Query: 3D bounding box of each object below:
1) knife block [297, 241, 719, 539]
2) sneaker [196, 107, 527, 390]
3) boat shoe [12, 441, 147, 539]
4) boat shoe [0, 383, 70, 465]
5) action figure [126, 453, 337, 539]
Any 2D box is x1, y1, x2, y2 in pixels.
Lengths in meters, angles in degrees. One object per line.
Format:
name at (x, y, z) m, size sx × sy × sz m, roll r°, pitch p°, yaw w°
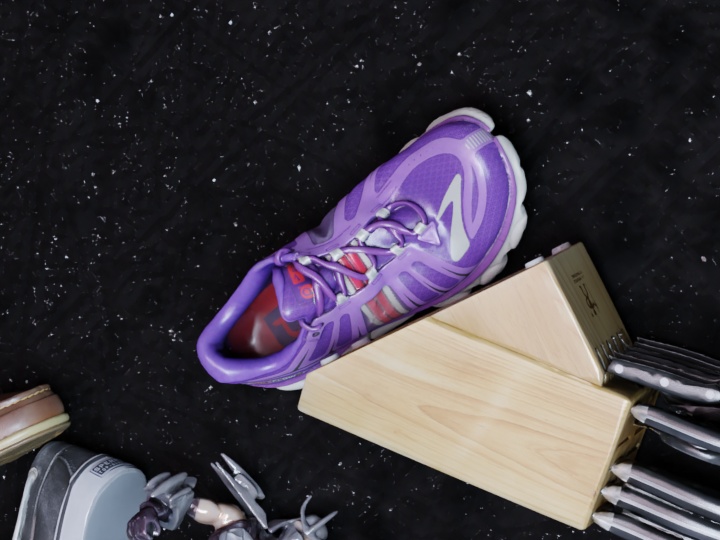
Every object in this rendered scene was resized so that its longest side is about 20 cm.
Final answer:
knife block at (0.093, 0.086, 1.383) m, size 0.200 × 0.064 × 0.176 m, roll -25°, pitch 89°, yaw 22°
sneaker at (0.000, 0.000, 1.427) m, size 0.200 × 0.083 × 0.081 m, roll -42°, pitch 76°, yaw 26°
boat shoe at (-0.170, 0.190, 1.555) m, size 0.068 × 0.074 × 0.200 m, roll 17°, pitch 103°, yaw 33°
boat shoe at (-0.247, 0.087, 1.585) m, size 0.200 × 0.072 × 0.068 m, roll -16°, pitch 90°, yaw 33°
action figure at (-0.095, 0.177, 1.481) m, size 0.200 × 0.069 × 0.130 m, roll -31°, pitch 79°, yaw -4°
